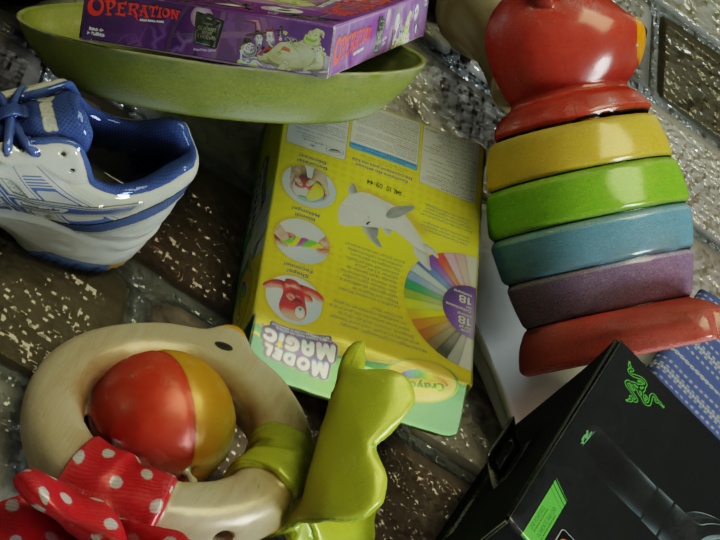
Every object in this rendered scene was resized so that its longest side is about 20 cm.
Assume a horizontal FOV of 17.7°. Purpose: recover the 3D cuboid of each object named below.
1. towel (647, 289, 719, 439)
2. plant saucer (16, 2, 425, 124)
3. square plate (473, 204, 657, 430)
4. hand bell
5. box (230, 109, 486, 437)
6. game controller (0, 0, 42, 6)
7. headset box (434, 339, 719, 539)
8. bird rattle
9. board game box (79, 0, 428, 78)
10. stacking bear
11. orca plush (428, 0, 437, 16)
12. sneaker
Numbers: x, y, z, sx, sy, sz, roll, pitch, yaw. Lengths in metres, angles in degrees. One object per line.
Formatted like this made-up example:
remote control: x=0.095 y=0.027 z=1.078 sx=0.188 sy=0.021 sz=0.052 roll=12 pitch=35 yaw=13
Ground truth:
towel: x=0.209 y=0.103 z=1.279 sx=0.145 sy=0.024 sz=0.200 roll=45 pitch=34 yaw=-1
plant saucer: x=-0.068 y=-0.100 z=1.129 sx=0.199 sy=0.031 sz=0.200 roll=6 pitch=13 yaw=-1
square plate: x=0.128 y=0.055 z=1.278 sx=0.198 sy=0.028 sz=0.200 roll=3 pitch=57 yaw=-44
hand bell: x=0.104 y=-0.078 z=1.309 sx=0.104 sy=0.104 sz=0.200 roll=21 pitch=47 yaw=-32
box: x=0.000 y=0.000 z=1.161 sx=0.117 sy=0.048 sz=0.200 roll=19 pitch=42 yaw=-12
game controller: x=-0.157 y=-0.204 z=1.205 sx=0.104 sy=0.042 sz=0.200 roll=48 pitch=38 yaw=0
headset box: x=0.128 y=0.153 z=1.084 sx=0.200 sy=0.093 sz=0.174 roll=45 pitch=35 yaw=-2
bird rattle: x=-0.083 y=0.088 z=1.001 sx=0.199 sy=0.113 sz=0.163 roll=-13 pitch=43 yaw=-23
board game box: x=-0.045 y=-0.124 z=1.119 sx=0.120 sy=0.032 sz=0.200 roll=14 pitch=14 yaw=10
stacking bear: x=0.117 y=-0.053 z=1.195 sx=0.121 sy=0.113 sz=0.201 roll=11 pitch=68 yaw=-82
orca plush: x=0.043 y=-0.190 z=1.398 sx=0.105 sy=0.071 sz=0.200 roll=9 pitch=25 yaw=22
sneaker: x=-0.165 y=-0.060 z=1.034 sx=0.200 sy=0.088 sz=0.075 roll=9 pitch=54 yaw=-39
